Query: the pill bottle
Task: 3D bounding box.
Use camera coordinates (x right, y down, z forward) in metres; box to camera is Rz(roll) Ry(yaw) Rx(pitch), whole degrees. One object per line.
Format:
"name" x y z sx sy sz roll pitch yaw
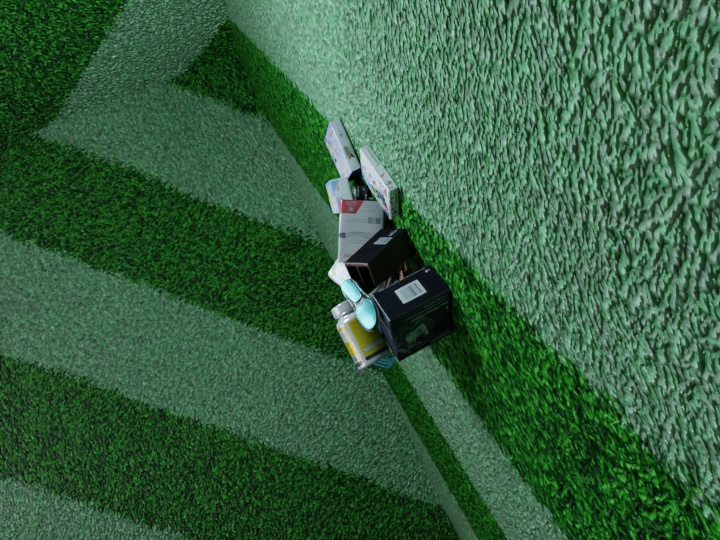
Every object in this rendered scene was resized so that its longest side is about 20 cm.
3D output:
"pill bottle" -0.003 0.186 1.550 0.202 0.113 0.114 62 170 7

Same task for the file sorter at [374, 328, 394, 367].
"file sorter" 0.063 0.232 1.705 0.201 0.136 0.125 90 -164 -66

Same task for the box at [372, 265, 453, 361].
"box" 0.156 0.126 1.482 0.118 0.194 0.202 55 166 42

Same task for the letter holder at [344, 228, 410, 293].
"letter holder" 0.066 -0.015 1.562 0.099 0.200 0.144 3 125 43

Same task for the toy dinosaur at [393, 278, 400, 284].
"toy dinosaur" 0.126 0.092 1.809 0.076 0.103 0.200 29 159 -2

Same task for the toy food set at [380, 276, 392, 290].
"toy food set" 0.054 -0.010 1.923 0.200 0.059 0.145 51 134 44

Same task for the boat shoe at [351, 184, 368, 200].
"boat shoe" 0.002 -0.239 1.853 0.200 0.059 0.077 86 177 -70

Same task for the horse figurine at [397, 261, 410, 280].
"horse figurine" 0.158 0.031 1.681 0.134 0.049 0.201 76 166 -47

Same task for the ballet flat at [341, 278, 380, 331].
"ballet flat" 0.013 0.101 1.455 0.075 0.073 0.201 76 167 -49

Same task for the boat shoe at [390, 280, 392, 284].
"boat shoe" 0.083 0.021 2.013 0.072 0.070 0.202 -124 17 -50

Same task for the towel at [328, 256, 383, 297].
"towel" 0.000 0.000 1.784 0.199 0.173 0.048 36 -177 25

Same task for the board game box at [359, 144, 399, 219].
"board game box" 0.057 -0.267 1.548 0.127 0.034 0.202 81 162 -57

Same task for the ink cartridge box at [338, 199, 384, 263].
"ink cartridge box" 0.000 -0.121 1.668 0.083 0.144 0.204 173 100 -84

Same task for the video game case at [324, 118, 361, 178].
"video game case" -0.065 -0.419 1.825 0.184 0.045 0.200 65 171 -2

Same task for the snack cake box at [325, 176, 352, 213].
"snack cake box" -0.075 -0.269 1.849 0.200 0.066 0.117 -145 41 -80

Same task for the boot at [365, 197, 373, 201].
"boot" -0.008 -0.167 1.756 0.074 0.200 0.098 17 134 27
